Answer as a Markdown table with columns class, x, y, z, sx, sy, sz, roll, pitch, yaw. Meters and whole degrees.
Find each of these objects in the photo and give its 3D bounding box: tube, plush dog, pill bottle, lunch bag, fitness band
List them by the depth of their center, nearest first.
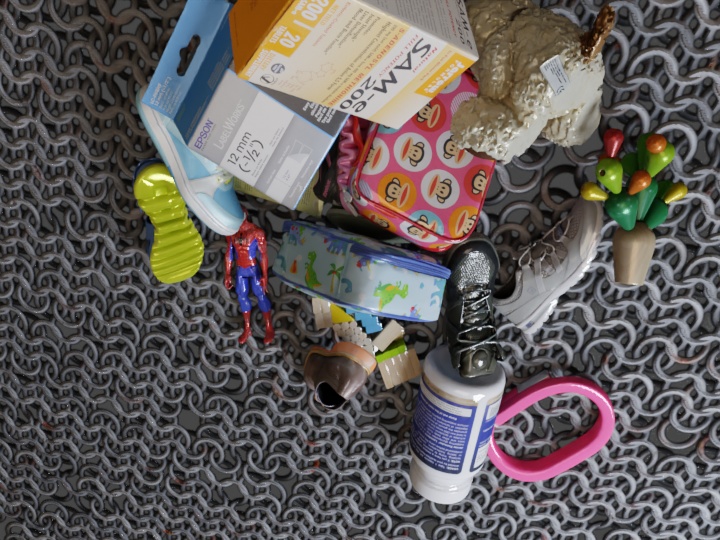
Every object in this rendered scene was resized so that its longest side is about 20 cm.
| class | x | y | z | sx | sy | sz | roll | pitch | yaw |
| --- | --- | --- | --- | --- | --- | --- | --- | --- | --- |
| plush dog | 0.162 | -0.226 | 0.645 | 0.173 | 0.197 | 0.163 | 51 | 143 | 30 |
| lunch bag | 0.068 | -0.140 | 0.710 | 0.173 | 0.082 | 0.204 | 25 | 78 | -7 |
| lunch bag | 0.000 | 0.000 | 0.757 | 0.158 | 0.198 | 0.085 | 14 | 93 | -42 |
| tube | -0.139 | -0.127 | 0.821 | 0.195 | 0.053 | 0.059 | 12 | 142 | 1 |
| pill bottle | 0.129 | 0.218 | 0.883 | 0.113 | 0.116 | 0.205 | 11 | 114 | 5 |
| fitness band | 0.269 | 0.228 | 0.906 | 0.199 | 0.038 | 0.144 | -38 | 102 | 23 |

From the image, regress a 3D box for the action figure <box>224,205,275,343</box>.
| class | x | y | z | sx | sy | sz | roll | pitch | yaw |
| --- | --- | --- | --- | --- | --- | --- | --- | --- | --- |
| action figure | -0.158 | 0.007 | 0.882 | 0.064 | 0.052 | 0.205 | 1 | 111 | 13 |

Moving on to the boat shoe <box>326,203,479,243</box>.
| class | x | y | z | sx | sy | sz | roll | pitch | yaw |
| --- | --- | --- | --- | --- | --- | --- | --- | --- | --- |
| boat shoe | 0.054 | -0.072 | 0.803 | 0.196 | 0.072 | 0.062 | 11 | 73 | 18 |

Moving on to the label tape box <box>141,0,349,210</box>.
| class | x | y | z | sx | sy | sz | roll | pitch | yaw |
| --- | --- | --- | --- | --- | --- | --- | --- | --- | --- |
| label tape box | -0.119 | -0.180 | 0.664 | 0.197 | 0.066 | 0.145 | 29 | 109 | -20 |

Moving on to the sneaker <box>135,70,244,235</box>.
| class | x | y | z | sx | sy | sz | roll | pitch | yaw |
| --- | --- | --- | --- | --- | --- | --- | --- | --- | --- |
| sneaker | -0.166 | -0.149 | 0.746 | 0.128 | 0.080 | 0.203 | -23 | 111 | 15 |

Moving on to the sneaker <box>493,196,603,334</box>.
| class | x | y | z | sx | sy | sz | roll | pitch | yaw |
| --- | --- | --- | --- | --- | --- | --- | --- | --- | --- |
| sneaker | 0.232 | -0.011 | 0.788 | 0.081 | 0.075 | 0.203 | 25 | 115 | -4 |

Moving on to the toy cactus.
| class | x | y | z | sx | sy | sz | roll | pitch | yaw |
| --- | --- | --- | --- | --- | --- | --- | --- | --- | --- |
| toy cactus | 0.300 | -0.070 | 0.698 | 0.100 | 0.198 | 0.170 | 8 | 93 | 33 |

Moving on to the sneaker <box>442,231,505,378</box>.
| class | x | y | z | sx | sy | sz | roll | pitch | yaw |
| --- | --- | --- | --- | --- | --- | --- | --- | --- | --- |
| sneaker | 0.144 | 0.054 | 0.773 | 0.074 | 0.116 | 0.203 | -7 | 133 | -7 |

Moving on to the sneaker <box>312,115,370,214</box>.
| class | x | y | z | sx | sy | sz | roll | pitch | yaw |
| --- | --- | --- | --- | --- | --- | --- | --- | --- | --- |
| sneaker | -0.024 | -0.174 | 0.766 | 0.094 | 0.078 | 0.206 | 12 | 101 | 43 |

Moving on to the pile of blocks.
| class | x | y | z | sx | sy | sz | roll | pitch | yaw |
| --- | --- | --- | --- | --- | --- | --- | --- | --- | --- |
| pile of blocks | 0.009 | 0.078 | 0.874 | 0.082 | 0.062 | 0.200 | -43 | 113 | 11 |

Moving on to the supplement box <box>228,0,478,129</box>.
| class | x | y | z | sx | sy | sz | roll | pitch | yaw |
| --- | --- | --- | --- | --- | --- | --- | --- | --- | --- |
| supplement box | -0.004 | -0.214 | 0.573 | 0.197 | 0.075 | 0.125 | 6 | 154 | -39 |

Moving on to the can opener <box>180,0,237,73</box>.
| class | x | y | z | sx | sy | sz | roll | pitch | yaw |
| --- | --- | --- | --- | --- | --- | --- | --- | --- | --- |
| can opener | -0.190 | -0.254 | 0.763 | 0.053 | 0.067 | 0.201 | 35 | 114 | -6 |

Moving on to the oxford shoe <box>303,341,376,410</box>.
| class | x | y | z | sx | sy | sz | roll | pitch | yaw |
| --- | --- | --- | --- | --- | --- | --- | --- | --- | --- |
| oxford shoe | -0.047 | 0.151 | 0.861 | 0.071 | 0.074 | 0.200 | 34 | 155 | -8 |

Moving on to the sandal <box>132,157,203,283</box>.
| class | x | y | z | sx | sy | sz | roll | pitch | yaw |
| --- | --- | --- | --- | --- | --- | --- | --- | --- | --- |
| sandal | -0.265 | -0.072 | 0.854 | 0.078 | 0.087 | 0.204 | -14 | 133 | -22 |
